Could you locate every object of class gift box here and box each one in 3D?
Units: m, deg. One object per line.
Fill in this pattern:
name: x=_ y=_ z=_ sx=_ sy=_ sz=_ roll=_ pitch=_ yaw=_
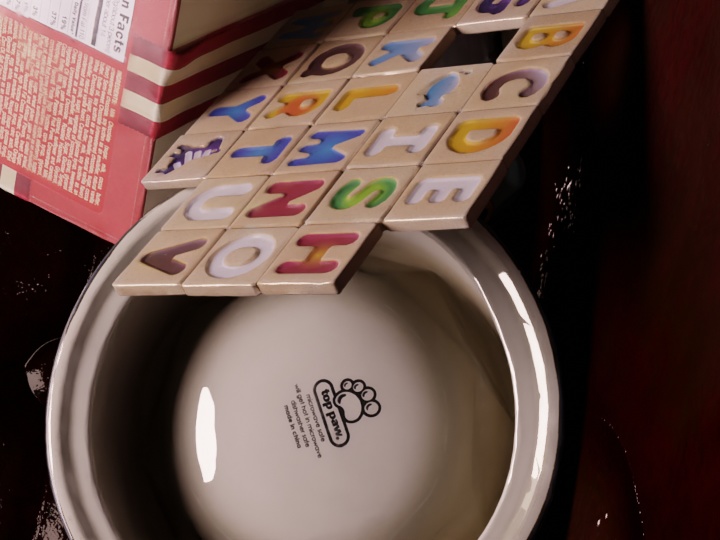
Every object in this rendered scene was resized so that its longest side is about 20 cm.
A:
gift box: x=-0.114 y=-0.148 z=0.740 sx=0.187 sy=0.199 sz=0.185 roll=-36 pitch=-28 yaw=-54

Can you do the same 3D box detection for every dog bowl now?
dog bowl: x=-0.018 y=0.060 z=0.628 sx=0.074 sy=0.198 sz=0.202 roll=57 pitch=-139 yaw=-73

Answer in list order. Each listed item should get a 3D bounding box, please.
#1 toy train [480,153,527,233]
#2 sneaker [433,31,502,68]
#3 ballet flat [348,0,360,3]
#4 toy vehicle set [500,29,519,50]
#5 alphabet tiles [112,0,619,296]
toy train: x=0.013 y=-0.003 z=0.777 sx=0.114 sy=0.085 sz=0.200 roll=-35 pitch=-16 yaw=-20
sneaker: x=0.023 y=-0.088 z=0.787 sx=0.201 sy=0.086 sz=0.075 roll=97 pitch=171 yaw=-56
ballet flat: x=0.021 y=-0.120 z=0.907 sx=0.200 sy=0.062 sz=0.069 roll=22 pitch=-107 yaw=-85
toy vehicle set: x=0.101 y=-0.209 z=0.700 sx=0.125 sy=0.026 sz=0.201 roll=-89 pitch=13 yaw=-52
alphabet tiles: x=-0.004 y=-0.055 z=0.602 sx=0.200 sy=0.166 sz=0.008 roll=-54 pitch=-49 yaw=-41
